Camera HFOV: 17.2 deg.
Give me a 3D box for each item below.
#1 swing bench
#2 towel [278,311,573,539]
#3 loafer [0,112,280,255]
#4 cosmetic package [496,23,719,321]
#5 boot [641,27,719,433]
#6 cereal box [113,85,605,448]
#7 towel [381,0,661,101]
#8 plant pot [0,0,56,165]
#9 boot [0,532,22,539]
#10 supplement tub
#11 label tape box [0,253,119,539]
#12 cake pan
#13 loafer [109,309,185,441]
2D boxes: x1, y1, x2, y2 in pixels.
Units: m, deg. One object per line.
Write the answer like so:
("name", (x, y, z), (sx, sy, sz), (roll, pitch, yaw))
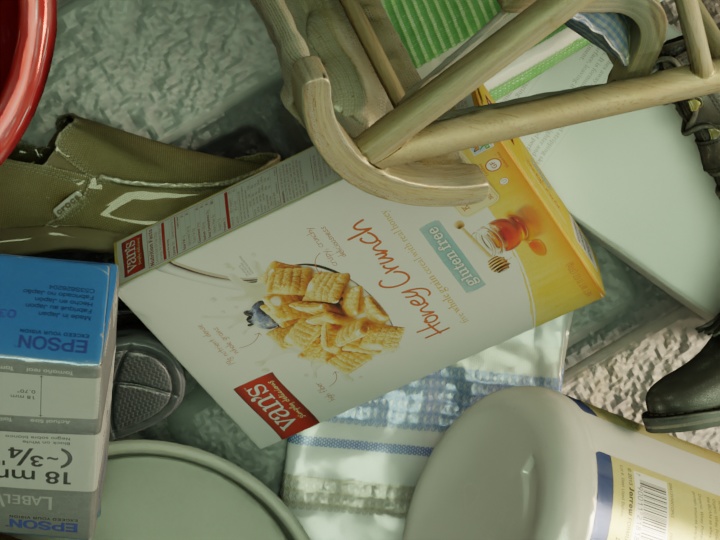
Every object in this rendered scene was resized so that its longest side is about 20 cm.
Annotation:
("swing bench", (0.041, -0.147, 1.060), (0.200, 0.199, 0.130), (-24, 142, 1))
("towel", (0.034, 0.089, 1.251), (0.147, 0.024, 0.200), (6, 96, -7))
("loafer", (-0.130, -0.044, 1.187), (0.200, 0.076, 0.068), (-5, 104, -7))
("cosmetic package", (0.153, -0.059, 1.219), (0.200, 0.081, 0.113), (36, 92, -11))
("boot", (0.186, -0.033, 1.158), (0.200, 0.069, 0.174), (-33, 99, -10))
("cereal box", (0.000, 0.000, 1.159), (0.200, 0.040, 0.144), (-26, 133, 15))
("towel", (0.044, -0.178, 1.173), (0.152, 0.023, 0.200), (-31, 69, -3))
("plant pot", (-0.229, -0.113, 1.046), (0.200, 0.183, 0.201), (0, 94, -3))
("boot", (-0.224, 0.202, 1.176), (0.200, 0.072, 0.155), (14, 98, 27))
("supplement tub", (0.136, 0.151, 1.193), (0.200, 0.144, 0.145), (22, 94, -27))
("label tape box", (-0.189, 0.076, 1.103), (0.144, 0.063, 0.200), (5, 139, -4))
("cake pan", (-0.114, 0.183, 1.228), (0.200, 0.037, 0.201), (0, 95, -2))
("loafer", (-0.184, 0.064, 1.207), (0.200, 0.063, 0.072), (-13, 117, 5))
